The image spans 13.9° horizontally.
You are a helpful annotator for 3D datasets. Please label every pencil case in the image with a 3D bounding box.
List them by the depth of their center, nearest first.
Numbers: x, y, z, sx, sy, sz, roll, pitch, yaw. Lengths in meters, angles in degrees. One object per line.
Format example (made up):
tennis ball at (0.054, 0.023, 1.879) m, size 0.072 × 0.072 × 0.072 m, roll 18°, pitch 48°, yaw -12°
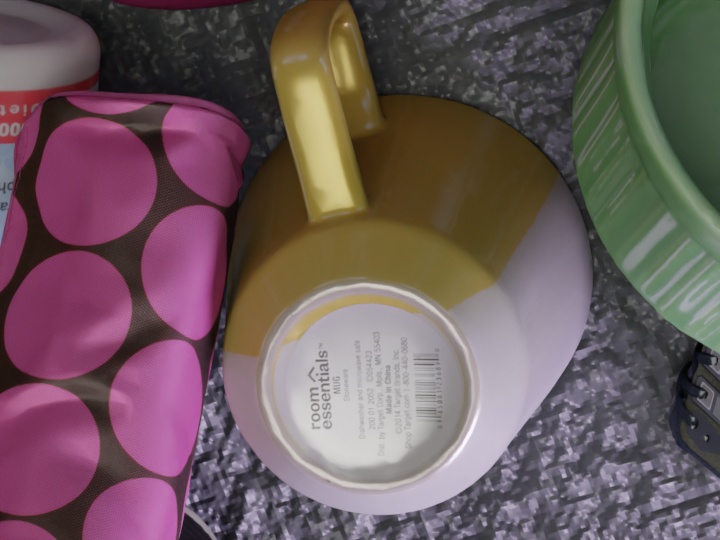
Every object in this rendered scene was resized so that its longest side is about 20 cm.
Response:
pencil case at (-0.102, 0.032, 1.086) m, size 0.093 × 0.091 × 0.201 m, roll 8°, pitch 74°, yaw 13°

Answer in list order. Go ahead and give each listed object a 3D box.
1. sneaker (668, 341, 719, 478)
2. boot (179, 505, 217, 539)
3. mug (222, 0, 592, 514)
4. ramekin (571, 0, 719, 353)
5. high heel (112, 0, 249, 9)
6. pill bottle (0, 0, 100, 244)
sneaker at (0.156, 0.034, 1.173) m, size 0.081 × 0.074 × 0.200 m, roll -16°, pitch 102°, yaw 15°
boot at (-0.117, 0.160, 1.201) m, size 0.144 × 0.073 × 0.200 m, roll -8°, pitch 144°, yaw 11°
mug at (-0.002, 0.009, 1.140) m, size 0.187 × 0.153 × 0.149 m, roll 43°, pitch 107°, yaw -6°
ramekin at (0.174, -0.058, 1.083) m, size 0.199 × 0.098 × 0.201 m, roll 5°, pitch 69°, yaw -14°
high heel at (-0.019, -0.138, 1.127) m, size 0.200 × 0.096 × 0.068 m, roll -20°, pitch 105°, yaw 12°
pill bottle at (-0.164, -0.004, 1.178) m, size 0.108 × 0.109 × 0.201 m, roll 7°, pitch 107°, yaw 5°
